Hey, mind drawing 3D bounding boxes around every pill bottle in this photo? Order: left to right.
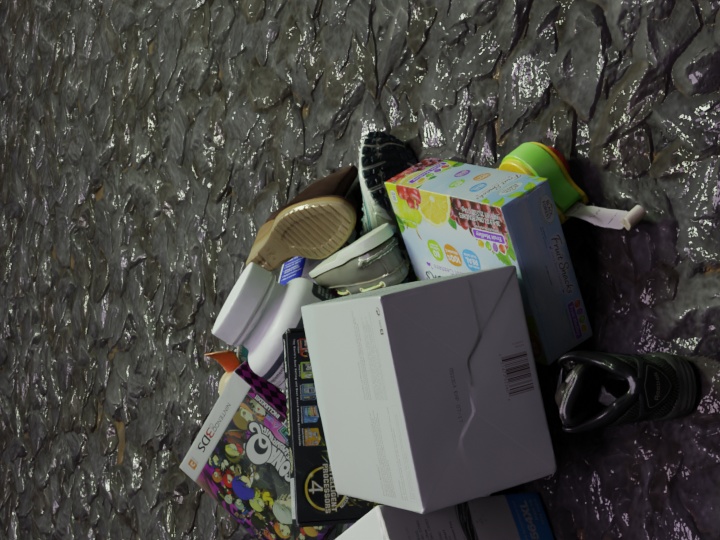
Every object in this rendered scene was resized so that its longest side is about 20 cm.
[{"bbox_3d":[-0.057,0.079,1.464,0.120,0.198,0.120,-57,9,15],"label":"pill bottle"}]

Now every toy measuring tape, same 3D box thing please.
[{"bbox_3d":[0.187,-0.083,1.257,0.199,0.073,0.075,18,103,58],"label":"toy measuring tape"}]

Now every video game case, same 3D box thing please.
[{"bbox_3d":[-0.104,0.234,1.560,0.199,0.036,0.182,40,126,10],"label":"video game case"}]

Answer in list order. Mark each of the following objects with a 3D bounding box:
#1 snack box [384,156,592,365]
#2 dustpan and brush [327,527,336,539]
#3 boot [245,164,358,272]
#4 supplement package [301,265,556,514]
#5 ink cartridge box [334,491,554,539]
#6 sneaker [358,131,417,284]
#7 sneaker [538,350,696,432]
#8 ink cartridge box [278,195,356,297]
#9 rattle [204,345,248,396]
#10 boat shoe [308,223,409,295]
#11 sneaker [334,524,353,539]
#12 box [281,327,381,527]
[{"bbox_3d":[0.123,-0.013,1.301,0.199,0.067,0.171,21,135,57],"label":"snack box"},{"bbox_3d":[-0.040,0.278,1.602,0.200,0.057,0.142,-41,54,49],"label":"dustpan and brush"},{"bbox_3d":[-0.045,-0.079,1.551,0.199,0.072,0.167,-27,20,47],"label":"boot"},{"bbox_3d":[0.059,0.108,1.244,0.199,0.145,0.194,170,88,-67],"label":"supplement package"},{"bbox_3d":[0.072,0.287,1.295,0.146,0.197,0.085,-47,50,45],"label":"ink cartridge box"},{"bbox_3d":[0.023,-0.060,1.518,0.086,0.077,0.203,-37,57,54],"label":"sneaker"},{"bbox_3d":[0.196,0.108,1.198,0.199,0.113,0.078,-10,77,59],"label":"sneaker"},{"bbox_3d":[-0.057,0.001,1.612,0.094,0.037,0.202,-24,40,35],"label":"ink cartridge box"},{"bbox_3d":[-0.132,0.136,1.655,0.130,0.200,0.144,-36,27,15],"label":"rattle"},{"bbox_3d":[-0.002,0.002,1.446,0.061,0.072,0.201,58,160,-2],"label":"boat shoe"},{"bbox_3d":[0.003,0.313,1.501,0.201,0.074,0.089,115,148,-57],"label":"sneaker"},{"bbox_3d":[0.003,0.159,1.373,0.049,0.158,0.204,134,134,-75],"label":"box"}]
